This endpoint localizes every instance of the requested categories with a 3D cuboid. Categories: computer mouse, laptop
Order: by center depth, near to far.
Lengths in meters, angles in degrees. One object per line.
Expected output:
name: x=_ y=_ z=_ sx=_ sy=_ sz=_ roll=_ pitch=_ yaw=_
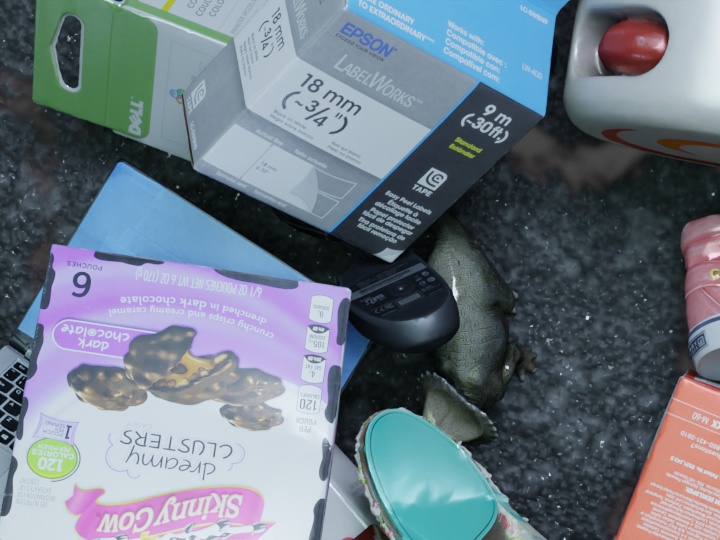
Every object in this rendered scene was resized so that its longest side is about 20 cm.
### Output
laptop: x=-0.125 y=0.069 z=1.178 sx=0.187 sy=0.200 sz=0.116 roll=32 pitch=128 yaw=8
computer mouse: x=0.000 y=0.000 z=1.223 sx=0.058 sy=0.200 sz=0.034 roll=-22 pitch=123 yaw=-14

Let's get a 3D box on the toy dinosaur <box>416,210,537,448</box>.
toy dinosaur: x=0.064 y=0.027 z=1.233 sx=0.077 sy=0.102 sz=0.201 roll=5 pitch=92 yaw=9

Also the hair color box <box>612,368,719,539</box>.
hair color box: x=0.176 y=0.161 z=1.211 sx=0.064 sy=0.111 sz=0.201 roll=21 pitch=93 yaw=10

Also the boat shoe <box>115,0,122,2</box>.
boat shoe: x=-0.098 y=-0.240 z=1.280 sx=0.069 sy=0.084 sz=0.200 roll=43 pitch=80 yaw=8

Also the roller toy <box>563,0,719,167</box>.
roller toy: x=0.210 y=-0.134 z=1.163 sx=0.182 sy=0.200 sz=0.140 roll=10 pitch=89 yaw=13

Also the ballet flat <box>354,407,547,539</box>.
ballet flat: x=0.067 y=0.162 z=1.157 sx=0.076 sy=0.064 sz=0.200 roll=-37 pitch=70 yaw=-21

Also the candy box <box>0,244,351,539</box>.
candy box: x=-0.100 y=0.100 z=1.122 sx=0.167 sy=0.072 sz=0.201 roll=8 pitch=65 yaw=-3

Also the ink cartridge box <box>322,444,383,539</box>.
ink cartridge box: x=-0.087 y=0.141 z=1.269 sx=0.146 sy=0.085 sz=0.200 roll=-44 pitch=85 yaw=7

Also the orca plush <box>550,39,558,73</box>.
orca plush: x=0.017 y=-0.148 z=1.256 sx=0.199 sy=0.071 sz=0.106 roll=25 pitch=94 yaw=9

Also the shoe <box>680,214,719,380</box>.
shoe: x=0.282 y=0.013 z=1.212 sx=0.199 sy=0.072 sz=0.091 roll=1 pitch=62 yaw=-9

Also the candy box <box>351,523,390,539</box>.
candy box: x=0.057 y=0.248 z=1.188 sx=0.055 sy=0.116 sz=0.200 roll=-39 pitch=113 yaw=8

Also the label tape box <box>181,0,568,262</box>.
label tape box: x=0.020 y=-0.109 z=1.122 sx=0.200 sy=0.144 sz=0.063 roll=-44 pitch=38 yaw=30

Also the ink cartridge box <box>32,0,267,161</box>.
ink cartridge box: x=-0.091 y=-0.119 z=1.243 sx=0.199 sy=0.104 sz=0.059 roll=21 pitch=49 yaw=7
